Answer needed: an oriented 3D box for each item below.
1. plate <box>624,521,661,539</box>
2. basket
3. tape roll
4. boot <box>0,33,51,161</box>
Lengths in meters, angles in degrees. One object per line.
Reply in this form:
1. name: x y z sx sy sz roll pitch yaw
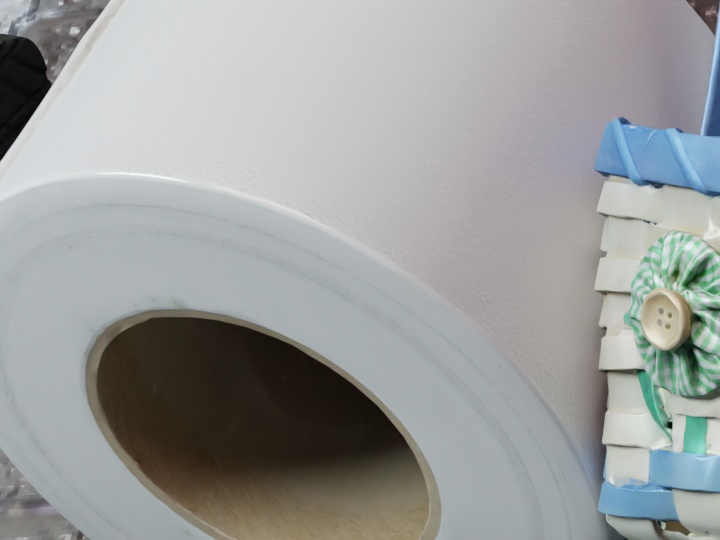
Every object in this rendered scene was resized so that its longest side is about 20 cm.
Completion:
1. plate: 0.169 0.077 0.801 0.200 0.026 0.200 -9 44 9
2. basket: 0.147 -0.017 0.685 0.176 0.139 0.200 7 81 51
3. tape roll: 0.000 0.000 0.802 0.202 0.203 0.139 10 50 25
4. boot: -0.214 -0.030 1.004 0.130 0.068 0.200 15 44 35
